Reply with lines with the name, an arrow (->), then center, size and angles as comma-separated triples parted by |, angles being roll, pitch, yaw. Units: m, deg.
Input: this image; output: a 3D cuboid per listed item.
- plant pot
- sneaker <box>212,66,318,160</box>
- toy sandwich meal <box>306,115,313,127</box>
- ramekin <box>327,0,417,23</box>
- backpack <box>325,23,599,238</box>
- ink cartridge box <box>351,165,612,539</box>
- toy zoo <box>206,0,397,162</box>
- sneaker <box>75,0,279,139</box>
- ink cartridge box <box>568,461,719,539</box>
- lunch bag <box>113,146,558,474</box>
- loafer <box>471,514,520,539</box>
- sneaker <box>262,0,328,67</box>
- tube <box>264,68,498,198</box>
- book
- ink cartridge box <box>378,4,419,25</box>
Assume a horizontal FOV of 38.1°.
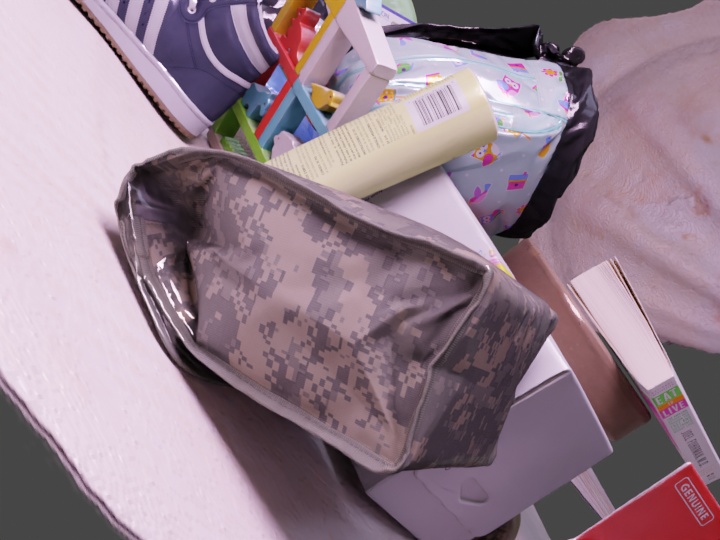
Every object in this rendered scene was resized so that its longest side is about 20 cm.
plant pot -> 0.141, 0.097, 0.966 | 0.201, 0.174, 0.200 | 54, 9, -13
sneaker -> -0.072, -0.117, 0.900 | 0.201, 0.076, 0.111 | 61, 11, 31
toy sandwich meal -> 0.022, -0.119, 1.003 | 0.204, 0.070, 0.208 | 12, 75, -50
ramekin -> -0.046, -0.241, 1.109 | 0.097, 0.200, 0.201 | -11, 64, -52
backpack -> 0.066, -0.103, 0.793 | 0.198, 0.168, 0.127 | 10, 38, -17
ink cartridge box -> 0.052, 0.058, 0.705 | 0.145, 0.144, 0.201 | 51, 10, -53
toy zoo -> -0.041, -0.132, 0.756 | 0.020, 0.201, 0.132 | 11, 38, -39
sneaker -> -0.140, -0.204, 0.739 | 0.201, 0.108, 0.070 | 53, 8, -19
ink cartridge box -> 0.179, 0.238, 0.652 | 0.200, 0.175, 0.045 | 51, 10, -28
lunch bag -> -0.018, 0.017, 0.545 | 0.199, 0.119, 0.164 | 27, 1, 23
loafer -> 0.067, 0.128, 0.804 | 0.067, 0.075, 0.202 | 43, 26, -59
sneaker -> -0.113, -0.264, 0.952 | 0.198, 0.075, 0.115 | 15, 63, -30
tube -> -0.009, -0.069, 0.682 | 0.058, 0.198, 0.052 | 76, -10, -86
book -> 0.262, 0.097, 0.934 | 0.200, 0.048, 0.134 | 49, 14, -47
ink cartridge box -> 0.030, -0.132, 0.915 | 0.099, 0.039, 0.202 | 19, 62, -39
